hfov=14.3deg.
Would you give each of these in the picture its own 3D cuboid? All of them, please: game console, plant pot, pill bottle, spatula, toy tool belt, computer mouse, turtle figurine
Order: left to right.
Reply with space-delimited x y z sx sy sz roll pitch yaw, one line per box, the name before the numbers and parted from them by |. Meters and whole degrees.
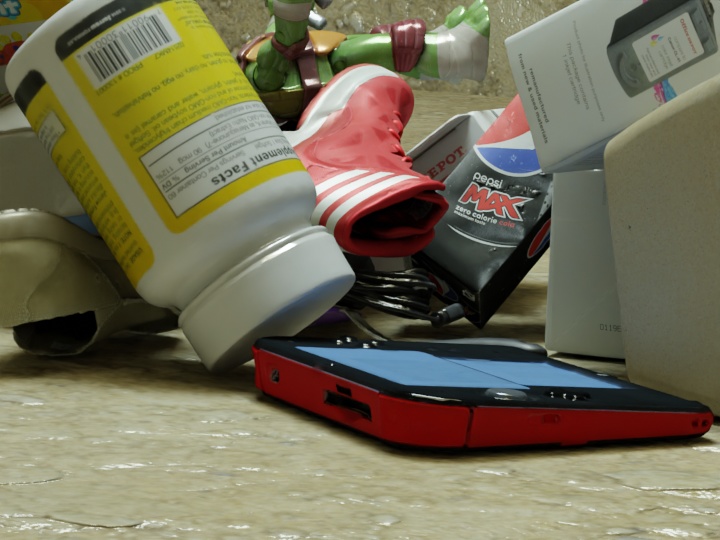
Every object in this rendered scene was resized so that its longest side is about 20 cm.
toy tool belt | -0.143 -0.064 1.708 0.199 0.125 0.123 -9 -1 31
pill bottle | -0.095 -0.053 1.549 0.114 0.200 0.114 -32 -9 -6
turtle figurine | -0.022 -0.175 1.836 0.193 0.201 0.144 0 -31 -12
computer mouse | 0.000 0.000 1.726 0.140 0.046 0.200 14 -2 7
spatula | 0.020 0.037 1.633 0.199 0.021 0.056 9 -1 34
game console | 0.055 0.058 1.452 0.176 0.031 0.200 -2 9 -27
plant pot | 0.242 -0.015 1.505 0.200 0.201 0.177 -5 -2 -44

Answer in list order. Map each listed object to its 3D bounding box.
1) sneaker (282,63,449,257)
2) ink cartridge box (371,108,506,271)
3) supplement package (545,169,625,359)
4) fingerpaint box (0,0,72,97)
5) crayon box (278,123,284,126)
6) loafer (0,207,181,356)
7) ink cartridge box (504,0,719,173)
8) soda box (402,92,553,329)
sneaker | 0.012 -0.054 1.708 0.115 0.079 0.200 22 34 19
ink cartridge box | 0.058 -0.045 1.865 0.116 0.068 0.200 -38 -5 13
supplement package | 0.196 -0.012 1.720 0.113 0.110 0.200 6 8 22
fingerpaint box | -0.230 -0.146 1.777 0.199 0.167 0.074 -8 44 30
crayon box | -0.098 -0.058 1.924 0.199 0.126 0.052 3 7 7
loafer | -0.161 0.015 1.593 0.075 0.069 0.200 -3 -12 28
ink cartridge box | 0.202 -0.126 1.576 0.200 0.086 0.147 -27 -15 40
soda box | 0.109 -0.065 1.741 0.063 0.200 0.071 36 -14 16
